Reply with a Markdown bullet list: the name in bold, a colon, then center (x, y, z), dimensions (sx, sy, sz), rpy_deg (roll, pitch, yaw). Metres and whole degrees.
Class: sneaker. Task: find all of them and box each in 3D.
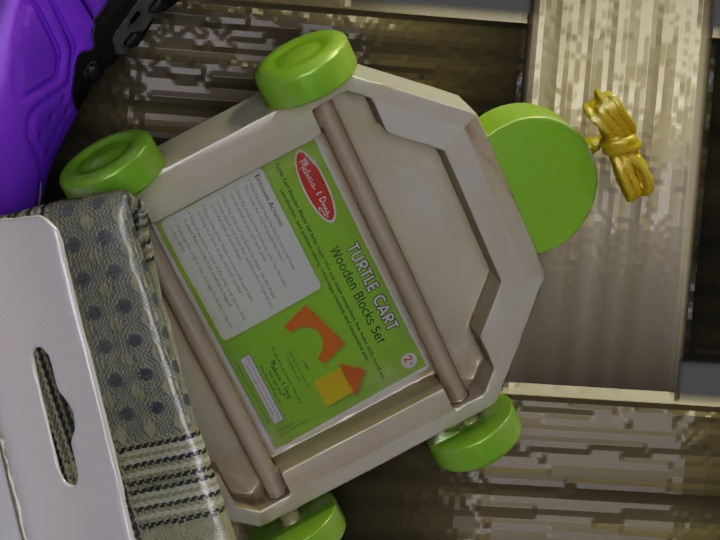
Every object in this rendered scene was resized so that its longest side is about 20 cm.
- **sneaker**: center (-0.081, -0.098, 0.768), dimensions (0.099, 0.070, 0.202), rpy_deg (6, 99, -15)

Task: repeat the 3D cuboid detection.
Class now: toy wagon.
- **toy wagon**: center (0.000, 0.000, 0.788), dimensions (0.199, 0.040, 0.156), rpy_deg (-28, 115, -5)

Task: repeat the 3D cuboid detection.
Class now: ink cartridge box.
- **ink cartridge box**: center (-0.159, 0.051, 0.682), dimensions (0.068, 0.199, 0.116), rpy_deg (-22, 103, -46)

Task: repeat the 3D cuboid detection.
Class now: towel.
- **towel**: center (-0.121, 0.089, 0.768), dimensions (0.191, 0.035, 0.202), rpy_deg (-15, 94, 22)
